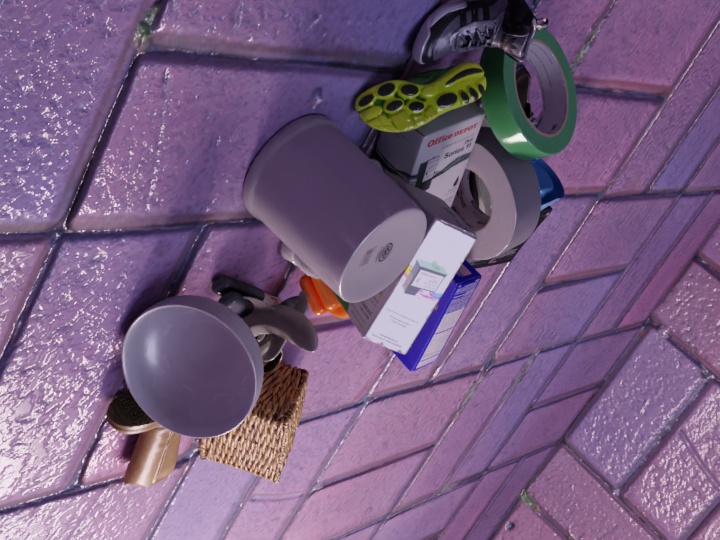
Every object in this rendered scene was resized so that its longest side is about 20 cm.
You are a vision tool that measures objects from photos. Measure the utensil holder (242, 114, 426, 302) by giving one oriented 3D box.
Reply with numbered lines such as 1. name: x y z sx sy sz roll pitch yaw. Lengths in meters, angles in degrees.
1. utensil holder: -0.032 -0.081 1.535 0.169 0.200 0.171 -36 153 -22

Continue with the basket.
1. basket: -0.176 0.232 1.921 0.201 0.147 0.144 102 6 -47

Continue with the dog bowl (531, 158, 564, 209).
1. dog bowl: 0.284 -0.153 2.040 0.050 0.112 0.199 -45 159 32

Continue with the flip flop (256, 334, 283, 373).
1. flip flop: -0.148 0.128 1.763 0.081 0.058 0.200 -41 -178 -12

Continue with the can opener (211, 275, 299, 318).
1. can opener: -0.142 0.041 1.698 0.066 0.054 0.200 -31 158 14

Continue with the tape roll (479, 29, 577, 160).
1. tape roll: 0.256 -0.271 1.740 0.048 0.203 0.199 -10 -177 41

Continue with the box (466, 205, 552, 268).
1. box: 0.242 -0.081 2.092 0.199 0.079 0.141 -9 145 -53

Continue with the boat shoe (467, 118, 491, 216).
1. boat shoe: 0.184 -0.164 1.906 0.072 0.067 0.202 -51 146 -43

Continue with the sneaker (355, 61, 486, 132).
1. sneaker: 0.082 -0.240 1.621 0.198 0.075 0.083 -17 -173 -20

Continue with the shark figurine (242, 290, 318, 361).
1. shark figurine: -0.155 0.076 1.627 0.212 0.129 0.090 -18 137 27

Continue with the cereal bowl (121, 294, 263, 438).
1. cereal bowl: -0.219 0.122 1.562 0.201 0.199 0.083 -60 175 26

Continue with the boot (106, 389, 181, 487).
1. boot: -0.322 0.256 1.723 0.174 0.066 0.201 -19 144 -44

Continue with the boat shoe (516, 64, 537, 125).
1. boat shoe: 0.254 -0.247 1.890 0.072 0.072 0.201 -31 149 -28

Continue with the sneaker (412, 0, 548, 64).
1. sneaker: 0.171 -0.328 1.596 0.199 0.114 0.076 -35 152 -24

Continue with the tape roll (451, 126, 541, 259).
1. tape roll: 0.189 -0.122 1.819 0.066 0.200 0.202 -25 147 -38

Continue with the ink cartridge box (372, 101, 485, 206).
1. ink cartridge box: 0.091 -0.167 1.739 0.146 0.083 0.201 -26 147 -38

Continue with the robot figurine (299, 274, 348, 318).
1. robot figurine: -0.001 0.000 1.801 0.199 0.116 0.145 -27 142 -35

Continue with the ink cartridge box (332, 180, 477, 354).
1. ink cartridge box: 0.061 -0.007 1.645 0.083 0.145 0.201 24 105 -29

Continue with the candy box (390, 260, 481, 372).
1. candy box: 0.092 0.037 1.934 0.076 0.169 0.201 -13 140 -43

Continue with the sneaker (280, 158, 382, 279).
1. sneaker: -0.022 -0.069 1.683 0.201 0.099 0.078 -51 154 9
